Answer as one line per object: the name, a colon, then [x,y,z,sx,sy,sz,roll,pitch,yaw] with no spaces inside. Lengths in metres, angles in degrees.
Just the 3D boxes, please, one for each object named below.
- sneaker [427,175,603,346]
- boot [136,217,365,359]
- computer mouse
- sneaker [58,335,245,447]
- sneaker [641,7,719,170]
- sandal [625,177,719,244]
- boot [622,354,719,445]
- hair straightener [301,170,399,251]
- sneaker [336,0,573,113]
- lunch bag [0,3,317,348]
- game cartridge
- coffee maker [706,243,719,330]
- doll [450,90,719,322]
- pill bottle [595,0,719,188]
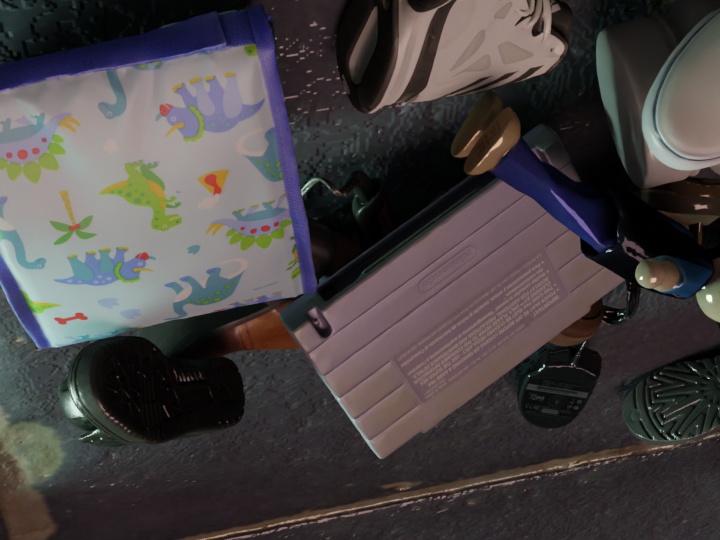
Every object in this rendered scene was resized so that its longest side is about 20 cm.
sneaker: [0.127,-0.009,1.035,0.075,0.071,0.200,-31,144,23]
boot: [-0.029,0.046,1.030,0.199,0.069,0.188,27,127,-36]
computer mouse: [0.166,0.052,1.184,0.058,0.034,0.201,11,136,-9]
sneaker: [-0.142,0.078,0.919,0.103,0.061,0.200,-9,170,23]
sneaker: [0.230,-0.127,0.794,0.200,0.073,0.071,-39,178,-2]
sandal: [0.195,-0.023,1.001,0.081,0.055,0.200,0,175,-7]
boot: [0.323,0.135,1.343,0.164,0.066,0.200,-21,151,10]
hair straightener: [0.000,0.000,1.021,0.076,0.041,0.200,-21,146,6]
sneaker: [0.070,-0.159,0.808,0.114,0.076,0.201,-9,155,-27]
lunch bag: [-0.118,-0.059,0.811,0.168,0.128,0.200,-14,156,-3]
game cartridge: [0.061,0.016,0.958,0.199,0.038,0.130,-36,130,-3]
coffee maker: [0.354,0.014,1.107,0.199,0.136,0.192,-24,147,13]
doll: [0.147,-0.024,0.877,0.199,0.137,0.049,31,103,-17]
pill bottle: [0.243,-0.119,0.886,0.198,0.114,0.113,-15,147,-1]
